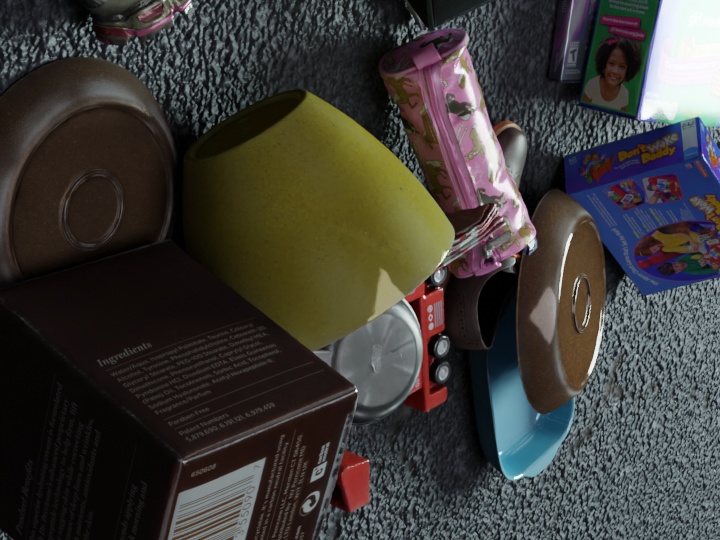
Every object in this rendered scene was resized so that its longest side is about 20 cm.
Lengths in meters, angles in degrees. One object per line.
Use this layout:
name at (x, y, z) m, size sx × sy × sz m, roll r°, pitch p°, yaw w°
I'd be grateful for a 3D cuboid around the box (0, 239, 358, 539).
box at (-0.137, 0.112, 1.259) m, size 0.163 × 0.199 × 0.167 m, roll -19°, pitch 135°, yaw -44°

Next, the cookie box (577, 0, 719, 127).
cookie box at (0.291, -0.239, 1.733) m, size 0.170 × 0.075 × 0.202 m, roll -2°, pitch 105°, yaw -49°

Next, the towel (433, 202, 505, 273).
towel at (0.000, 0.000, 1.458) m, size 0.199 × 0.143 × 0.023 m, roll -33°, pitch 108°, yaw -38°

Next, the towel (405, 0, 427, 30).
towel at (0.103, -0.286, 1.484) m, size 0.199 × 0.024 × 0.147 m, roll -33°, pitch 138°, yaw 0°

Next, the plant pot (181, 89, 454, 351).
plant pot at (-0.050, -0.044, 1.361) m, size 0.200 × 0.199 × 0.143 m, roll -40°, pitch 112°, yaw -33°

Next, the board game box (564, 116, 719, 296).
board game box at (0.292, -0.056, 1.784) m, size 0.200 × 0.133 × 0.045 m, roll 46°, pitch 37°, yaw -48°

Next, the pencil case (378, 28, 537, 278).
pencil case at (0.078, -0.096, 1.532) m, size 0.083 × 0.086 × 0.202 m, roll -34°, pitch 114°, yaw -30°

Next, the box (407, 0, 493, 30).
box at (0.121, -0.298, 1.425) m, size 0.198 × 0.048 × 0.194 m, roll -25°, pitch 142°, yaw -13°

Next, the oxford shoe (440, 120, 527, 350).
oxford shoe at (0.117, -0.028, 1.637) m, size 0.071 × 0.072 × 0.202 m, roll 12°, pitch 95°, yaw -51°

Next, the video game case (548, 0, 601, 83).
video game case at (0.231, -0.273, 1.723) m, size 0.142 × 0.019 × 0.202 m, roll -8°, pitch 111°, yaw -48°

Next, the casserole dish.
casserole dish at (0.146, 0.099, 1.749) m, size 0.121 × 0.039 × 0.202 m, roll -35°, pitch 128°, yaw -37°

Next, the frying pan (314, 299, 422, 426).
frying pan at (-0.021, 0.055, 1.498) m, size 0.189 × 0.031 × 0.116 m, roll 28°, pitch 83°, yaw -35°

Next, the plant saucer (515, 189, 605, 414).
plant saucer at (0.184, 0.029, 1.692) m, size 0.200 × 0.034 × 0.203 m, roll 4°, pitch 90°, yaw -67°

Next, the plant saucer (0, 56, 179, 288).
plant saucer at (-0.192, -0.044, 1.298) m, size 0.199 × 0.032 × 0.202 m, roll -21°, pitch 119°, yaw -45°

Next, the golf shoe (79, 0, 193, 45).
golf shoe at (-0.115, -0.241, 1.279) m, size 0.200 × 0.072 × 0.093 m, roll -45°, pitch 133°, yaw -29°

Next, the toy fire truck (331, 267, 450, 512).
toy fire truck at (0.012, 0.084, 1.574) m, size 0.140 × 0.048 × 0.202 m, roll -25°, pitch 121°, yaw -40°
